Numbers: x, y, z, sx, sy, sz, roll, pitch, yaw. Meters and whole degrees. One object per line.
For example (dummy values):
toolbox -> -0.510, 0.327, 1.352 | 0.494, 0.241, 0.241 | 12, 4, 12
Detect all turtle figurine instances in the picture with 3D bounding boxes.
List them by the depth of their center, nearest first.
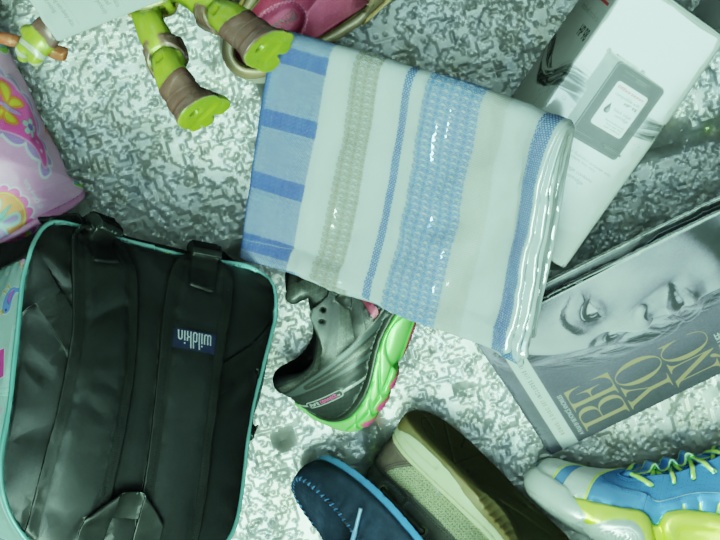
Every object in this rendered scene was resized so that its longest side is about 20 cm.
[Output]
turtle figurine -> -0.113, -0.170, 1.296 | 0.200, 0.064, 0.161 | -39, 70, -9

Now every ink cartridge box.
ink cartridge box -> 0.143, -0.111, 1.310 | 0.067, 0.116, 0.200 | 33, 100, -8

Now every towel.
towel -> 0.022, -0.043, 1.279 | 0.200, 0.024, 0.147 | 21, 112, 26

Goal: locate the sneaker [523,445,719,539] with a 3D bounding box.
sneaker -> 0.205, 0.136, 1.393 | 0.200, 0.076, 0.105 | 24, 84, -3

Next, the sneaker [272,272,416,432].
sneaker -> 0.000, 0.000, 1.360 | 0.084, 0.077, 0.200 | 18, 101, -6

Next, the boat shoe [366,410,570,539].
boat shoe -> 0.081, 0.175, 1.377 | 0.201, 0.072, 0.066 | 48, 115, 19

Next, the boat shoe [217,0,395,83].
boat shoe -> -0.003, -0.179, 1.326 | 0.200, 0.069, 0.074 | -43, 97, 10

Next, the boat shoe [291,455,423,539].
boat shoe -> 0.015, 0.195, 1.358 | 0.069, 0.084, 0.200 | -33, 59, -18

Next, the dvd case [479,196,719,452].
dvd case -> 0.178, 0.028, 1.338 | 0.200, 0.016, 0.149 | -26, 141, 7

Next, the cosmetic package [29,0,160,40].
cosmetic package -> -0.100, -0.215, 1.212 | 0.200, 0.113, 0.081 | -21, 59, 4

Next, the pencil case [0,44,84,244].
pencil case -> -0.242, -0.106, 1.345 | 0.087, 0.087, 0.200 | -27, 100, 7

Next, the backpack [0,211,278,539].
backpack -> -0.152, 0.088, 1.309 | 0.175, 0.153, 0.201 | 16, 65, -32
